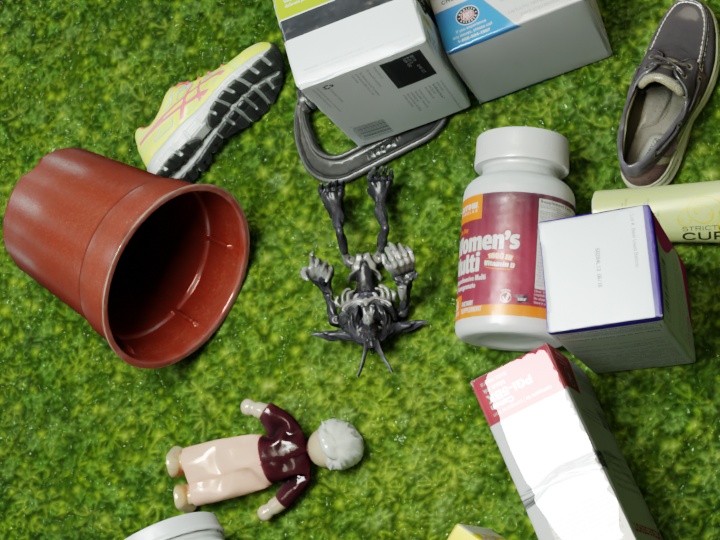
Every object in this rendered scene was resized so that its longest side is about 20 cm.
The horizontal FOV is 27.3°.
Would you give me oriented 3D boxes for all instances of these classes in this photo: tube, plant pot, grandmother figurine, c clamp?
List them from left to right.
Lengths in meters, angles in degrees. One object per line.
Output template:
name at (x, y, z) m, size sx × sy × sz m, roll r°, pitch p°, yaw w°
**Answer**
plant pot at (-0.254, -0.029, 1.541) m, size 0.195 × 0.201 × 0.201 m, roll 27°, pitch 86°, yaw 33°
grandmother figurine at (-0.093, 0.187, 1.488) m, size 0.200 × 0.061 × 0.121 m, roll -12°, pitch 99°, yaw 15°
c clamp at (0.009, -0.190, 1.568) m, size 0.200 × 0.027 × 0.171 m, roll -32°, pitch 72°, yaw 9°
tube at (0.320, -0.055, 1.394) m, size 0.200 × 0.058 × 0.052 m, roll -1°, pitch 60°, yaw 19°

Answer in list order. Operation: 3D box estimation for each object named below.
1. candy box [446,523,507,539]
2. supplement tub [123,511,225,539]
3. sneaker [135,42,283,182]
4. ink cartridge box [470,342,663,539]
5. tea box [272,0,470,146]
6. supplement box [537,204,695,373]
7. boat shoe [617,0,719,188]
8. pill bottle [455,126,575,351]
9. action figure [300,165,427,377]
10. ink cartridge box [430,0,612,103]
candy box at (0.175, 0.294, 1.328) m, size 0.200 × 0.102 × 0.026 m, roll 33°, pitch 94°, yaw 26°
supplement tub at (-0.156, 0.348, 1.417) m, size 0.145 × 0.145 × 0.200 m, roll -32°, pitch 67°, yaw 11°
sneaker at (-0.171, -0.183, 1.605) m, size 0.200 × 0.078 × 0.090 m, roll -42°, pitch 59°, yaw 4°
ink cartridge box at (0.190, 0.182, 1.328) m, size 0.083 × 0.147 × 0.200 m, roll -28°, pitch 67°, yaw 13°
tea box at (0.003, -0.256, 1.462) m, size 0.133 × 0.200 × 0.197 m, roll -18°, pitch 73°, yaw 12°
supplement box at (0.233, 0.022, 1.326) m, size 0.103 × 0.200 × 0.101 m, roll -9°, pitch 72°, yaw 20°
boat shoe at (0.295, -0.174, 1.428) m, size 0.072 × 0.065 × 0.200 m, roll 18°, pitch 83°, yaw 24°
pill bottle at (0.150, -0.029, 1.420) m, size 0.109 × 0.110 × 0.200 m, roll -1°, pitch 76°, yaw 21°
action figure at (0.000, 0.000, 1.477) m, size 0.119 × 0.102 × 0.200 m, roll -9°, pitch 71°, yaw 6°
ink cartridge box at (0.144, -0.301, 1.476) m, size 0.147 × 0.145 × 0.200 m, roll -20°, pitch 70°, yaw 14°
